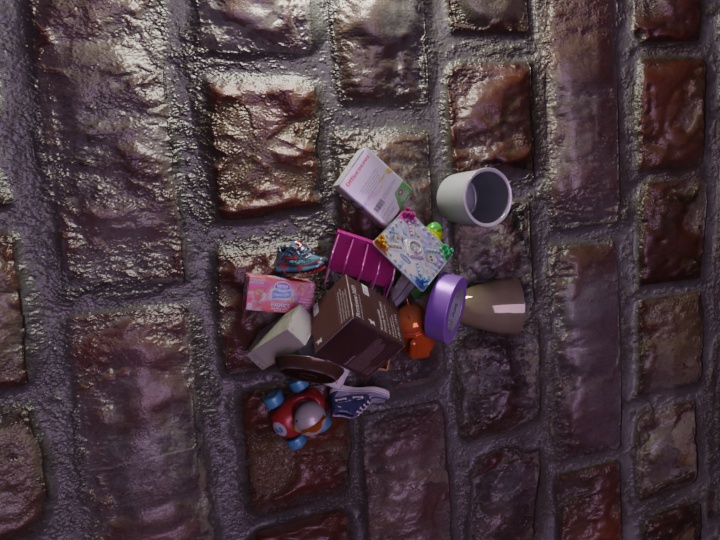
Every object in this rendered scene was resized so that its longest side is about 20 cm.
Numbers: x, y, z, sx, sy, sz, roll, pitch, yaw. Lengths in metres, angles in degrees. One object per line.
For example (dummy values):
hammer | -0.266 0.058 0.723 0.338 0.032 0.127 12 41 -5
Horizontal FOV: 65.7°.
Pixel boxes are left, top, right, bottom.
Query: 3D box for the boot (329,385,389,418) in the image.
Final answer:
boot | -0.001 0.415 1.730 0.194 0.073 0.092 5 52 -13

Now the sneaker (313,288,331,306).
sneaker | -0.075 0.105 1.676 0.198 0.070 0.092 -19 138 -49

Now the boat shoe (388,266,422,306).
boat shoe | 0.117 0.054 1.670 0.072 0.201 0.066 -37 79 -32

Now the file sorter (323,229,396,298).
file sorter | 0.000 0.000 1.619 0.195 0.127 0.141 18 128 -2

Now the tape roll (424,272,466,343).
tape roll | 0.258 0.112 1.679 0.064 0.199 0.205 15 91 23

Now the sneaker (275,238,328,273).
sneaker | -0.174 -0.040 1.580 0.078 0.196 0.098 -9 97 -52

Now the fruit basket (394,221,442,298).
fruit basket | 0.184 -0.051 1.721 0.209 0.156 0.221 0 116 0

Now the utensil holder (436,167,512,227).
utensil holder | 0.346 -0.225 1.733 0.166 0.199 0.175 -2 96 -19

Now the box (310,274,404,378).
box | -0.010 0.156 1.525 0.198 0.168 0.164 30 121 -32

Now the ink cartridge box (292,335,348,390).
ink cartridge box | -0.125 0.249 1.679 0.197 0.084 0.149 27 90 -20

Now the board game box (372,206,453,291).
board game box | 0.159 -0.068 1.621 0.200 0.026 0.200 43 50 3

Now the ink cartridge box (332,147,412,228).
ink cartridge box | 0.036 -0.248 1.683 0.199 0.084 0.146 38 83 -19

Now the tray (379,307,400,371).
tray | 0.058 0.209 1.766 0.096 0.037 0.206 10 93 -20

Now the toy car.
toy car | -0.168 0.433 1.623 0.175 0.199 0.187 -30 104 -13

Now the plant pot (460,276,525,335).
plant pot | 0.408 0.116 1.816 0.194 0.187 0.193 0 96 -6

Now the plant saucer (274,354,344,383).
plant saucer | -0.142 0.276 1.532 0.196 0.200 0.035 17 66 -19

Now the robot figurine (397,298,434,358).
robot figurine | 0.169 0.188 1.741 0.144 0.115 0.203 -42 132 -28

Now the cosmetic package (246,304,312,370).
cosmetic package | -0.224 0.190 1.572 0.073 0.198 0.104 45 39 -18

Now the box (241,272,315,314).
box | -0.237 0.067 1.614 0.195 0.099 0.098 7 94 -19
